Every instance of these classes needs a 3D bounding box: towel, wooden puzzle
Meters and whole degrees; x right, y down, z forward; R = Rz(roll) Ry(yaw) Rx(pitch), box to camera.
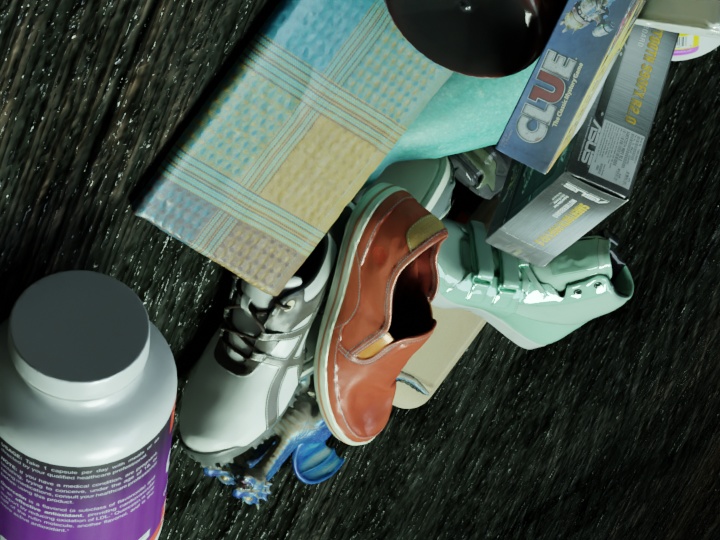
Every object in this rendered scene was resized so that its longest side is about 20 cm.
[{"bbox_3d":[-0.035,-0.089,1.431,0.200,0.022,0.147,-52,139,4],"label":"towel"},{"bbox_3d":[0.071,0.021,1.907,0.200,0.037,0.185,-49,161,3],"label":"wooden puzzle"}]

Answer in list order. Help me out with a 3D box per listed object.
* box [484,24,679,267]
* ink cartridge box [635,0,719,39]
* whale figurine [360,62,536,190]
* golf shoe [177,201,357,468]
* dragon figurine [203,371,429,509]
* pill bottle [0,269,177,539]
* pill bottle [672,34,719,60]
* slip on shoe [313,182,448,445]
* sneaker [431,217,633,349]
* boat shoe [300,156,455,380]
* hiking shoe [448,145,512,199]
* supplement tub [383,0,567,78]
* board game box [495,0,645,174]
[{"bbox_3d":[0.156,-0.118,1.607,0.158,0.048,0.200,133,-22,-67],"label":"box"},{"bbox_3d":[0.225,-0.241,1.462,0.083,0.146,0.201,11,95,-32],"label":"ink cartridge box"},{"bbox_3d":[0.060,-0.113,1.540,0.200,0.104,0.159,-40,158,-25],"label":"whale figurine"},{"bbox_3d":[-0.067,0.032,1.569,0.200,0.078,0.094,-58,150,-6],"label":"golf shoe"},{"bbox_3d":[-0.036,0.116,1.781,0.200,0.059,0.100,-13,138,-56],"label":"dragon figurine"},{"bbox_3d":[-0.163,0.091,1.376,0.112,0.112,0.200,-40,157,-32],"label":"pill bottle"},{"bbox_3d":[0.221,-0.236,1.689,0.104,0.104,0.200,-48,160,-13],"label":"pill bottle"},{"bbox_3d":[0.016,0.038,1.563,0.074,0.061,0.200,-32,143,-44],"label":"slip on shoe"},{"bbox_3d":[0.117,-0.013,1.761,0.118,0.074,0.200,-26,145,32],"label":"sneaker"},{"bbox_3d":[0.000,0.000,1.649,0.200,0.073,0.062,-55,157,-9],"label":"boat shoe"},{"bbox_3d":[0.124,-0.099,1.749,0.101,0.076,0.200,-53,160,12],"label":"hiking shoe"},{"bbox_3d":[0.098,-0.212,1.419,0.200,0.107,0.107,-57,167,-37],"label":"supplement tub"},{"bbox_3d":[0.146,-0.163,1.376,0.200,0.035,0.135,-64,174,21],"label":"board game box"}]
